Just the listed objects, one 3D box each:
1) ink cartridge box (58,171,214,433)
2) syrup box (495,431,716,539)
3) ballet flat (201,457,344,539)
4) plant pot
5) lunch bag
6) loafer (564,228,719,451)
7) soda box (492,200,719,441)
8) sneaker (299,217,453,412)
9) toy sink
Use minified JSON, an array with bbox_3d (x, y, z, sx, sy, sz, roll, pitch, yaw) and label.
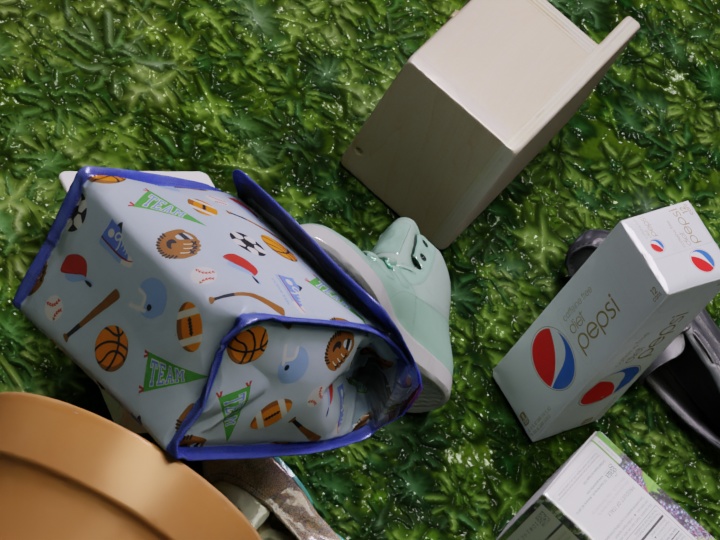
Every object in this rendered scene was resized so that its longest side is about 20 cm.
[{"bbox_3d":[-0.127,0.018,1.700,0.116,0.067,0.200,-1,37,-25],"label":"ink cartridge box"},{"bbox_3d":[0.197,0.215,1.754,0.200,0.079,0.081,43,48,5],"label":"syrup box"},{"bbox_3d":[-0.049,0.178,1.659,0.200,0.068,0.067,44,56,8],"label":"ballet flat"},{"bbox_3d":[-0.171,0.185,1.516,0.200,0.200,0.140,32,65,-5],"label":"plant pot"},{"bbox_3d":[-0.073,0.024,1.549,0.200,0.124,0.170,8,29,-51],"label":"lunch bag"},{"bbox_3d":[0.224,0.053,1.889,0.201,0.068,0.070,46,40,3],"label":"loafer"},{"bbox_3d":[0.172,0.037,1.784,0.068,0.200,0.064,-16,65,-36],"label":"soda box"},{"bbox_3d":[0.000,0.000,1.761,0.200,0.074,0.118,49,34,-45],"label":"sneaker"},{"bbox_3d":[0.095,-0.135,1.913,0.112,0.130,0.200,41,49,4],"label":"toy sink"}]
